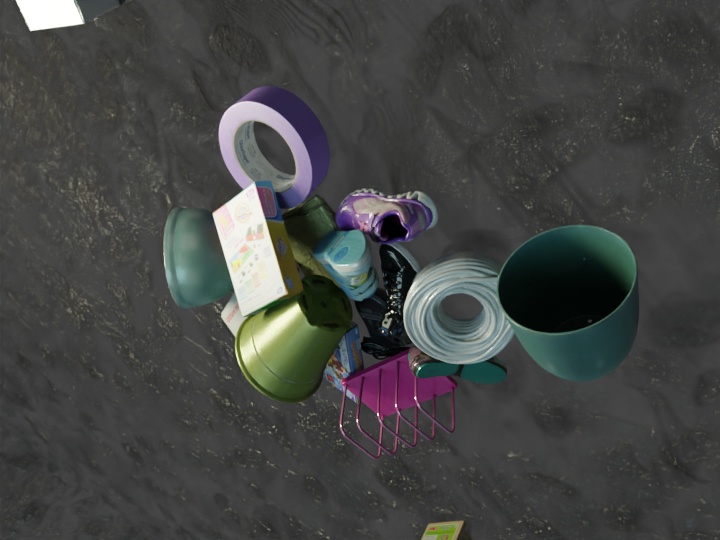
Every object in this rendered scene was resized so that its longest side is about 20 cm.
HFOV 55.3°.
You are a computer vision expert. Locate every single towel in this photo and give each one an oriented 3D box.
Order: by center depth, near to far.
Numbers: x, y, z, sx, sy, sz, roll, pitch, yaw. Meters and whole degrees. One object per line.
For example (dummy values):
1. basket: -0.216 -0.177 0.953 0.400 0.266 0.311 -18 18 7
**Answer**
1. towel: -0.070 -0.040 1.312 0.146 0.037 0.203 -18 112 41

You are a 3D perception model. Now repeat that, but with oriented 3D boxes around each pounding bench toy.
1. pounding bench toy: 0.204 0.722 1.676 0.198 0.125 0.157 -26 108 45

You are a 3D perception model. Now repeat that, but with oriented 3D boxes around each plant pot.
1. plant pot: 0.315 0.064 1.011 0.196 0.203 0.163 1 138 34
2. plant pot: -0.110 0.111 1.293 0.199 0.201 0.191 40 129 -2
3. plant pot: -0.300 -0.029 1.390 0.130 0.203 0.205 -3 127 5

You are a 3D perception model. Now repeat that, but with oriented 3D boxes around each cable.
1. cable: 0.170 0.063 1.152 0.194 0.070 0.204 12 124 1

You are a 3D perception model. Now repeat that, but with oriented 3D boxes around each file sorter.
1. file sorter: 0.072 0.267 1.340 0.197 0.128 0.139 -28 126 31

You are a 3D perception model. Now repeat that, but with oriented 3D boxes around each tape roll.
1. tape roll: -0.152 -0.213 1.206 0.196 0.066 0.204 20 134 22

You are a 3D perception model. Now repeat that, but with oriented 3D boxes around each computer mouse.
1. computer mouse: 0.045 0.097 1.336 0.135 0.053 0.203 14 141 31

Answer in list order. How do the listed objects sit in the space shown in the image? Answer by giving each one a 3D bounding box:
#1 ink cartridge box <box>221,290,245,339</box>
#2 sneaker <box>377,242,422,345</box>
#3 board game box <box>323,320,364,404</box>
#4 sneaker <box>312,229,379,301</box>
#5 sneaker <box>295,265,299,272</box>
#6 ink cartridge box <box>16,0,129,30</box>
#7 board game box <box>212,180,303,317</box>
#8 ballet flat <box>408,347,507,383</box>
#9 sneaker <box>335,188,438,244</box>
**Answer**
1. ink cartridge box: -0.194 0.128 1.472 0.202 0.085 0.148 54 139 8
2. sneaker: 0.064 0.053 1.211 0.072 0.112 0.203 13 141 44
3. board game box: -0.049 0.168 1.437 0.134 0.034 0.204 31 141 39
4. sneaker: 0.000 0.000 1.186 0.131 0.080 0.199 49 172 -20
5. sneaker: -0.168 -0.040 1.341 0.114 0.076 0.203 28 148 34
6. ink cartridge box: -0.431 -0.463 1.099 0.141 0.201 0.086 6 129 30
7. board game box: -0.187 -0.036 1.232 0.151 0.040 0.206 -24 81 45
8. ballet flat: 0.177 0.162 1.258 0.194 0.072 0.070 5 131 -19
9. sneaker: 0.031 -0.084 1.165 0.196 0.089 0.082 2 128 35
